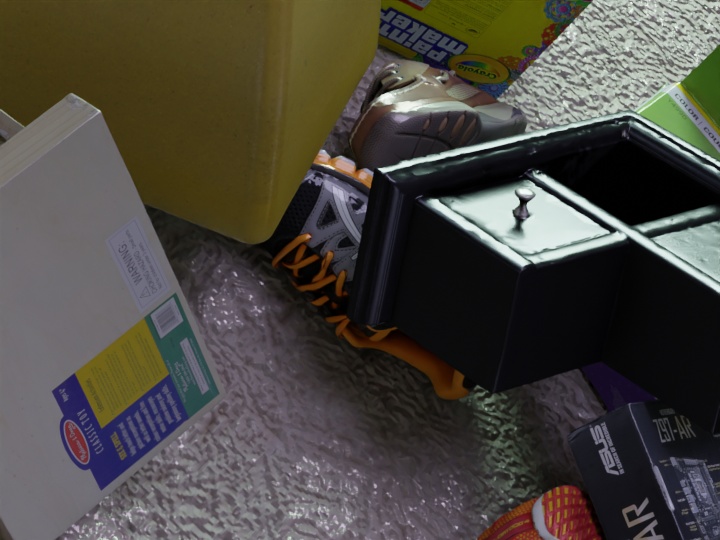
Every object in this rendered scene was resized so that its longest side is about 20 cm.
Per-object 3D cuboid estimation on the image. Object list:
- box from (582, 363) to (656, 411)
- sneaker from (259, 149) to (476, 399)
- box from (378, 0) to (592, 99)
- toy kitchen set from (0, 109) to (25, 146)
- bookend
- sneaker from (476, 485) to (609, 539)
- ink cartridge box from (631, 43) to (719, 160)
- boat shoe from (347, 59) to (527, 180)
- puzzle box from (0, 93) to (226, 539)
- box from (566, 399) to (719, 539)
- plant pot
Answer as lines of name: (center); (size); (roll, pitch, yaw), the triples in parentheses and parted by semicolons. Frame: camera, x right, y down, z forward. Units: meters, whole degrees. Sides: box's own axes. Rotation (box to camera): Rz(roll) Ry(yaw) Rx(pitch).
box: (0.180, 0.024, 1.705); (0.137, 0.039, 0.200); (-17, 69, -46)
sneaker: (0.000, 0.000, 1.553); (0.200, 0.078, 0.077); (28, 59, -13)
box: (0.037, -0.246, 1.745); (0.200, 0.122, 0.193); (24, 45, -22)
toy kitchen set: (-0.236, 0.002, 1.372); (0.163, 0.181, 0.200); (-41, 47, -14)
bookend: (0.135, 0.010, 1.473); (0.200, 0.092, 0.199); (-14, 36, -39)
sneaker: (0.135, 0.177, 1.528); (0.200, 0.077, 0.073); (36, 36, -35)
ink cartridge box: (0.211, -0.044, 1.603); (0.148, 0.200, 0.076); (50, 42, 5)
boat shoe: (0.031, -0.083, 1.626); (0.072, 0.076, 0.200); (40, 12, 15)
puzzle box: (-0.146, 0.030, 1.302); (0.133, 0.200, 0.025); (-39, 47, -19)
box: (0.203, 0.147, 1.539); (0.200, 0.044, 0.160); (-3, 68, -59)
plant pot: (-0.094, -0.168, 1.485); (0.200, 0.177, 0.200); (21, 41, 6)
